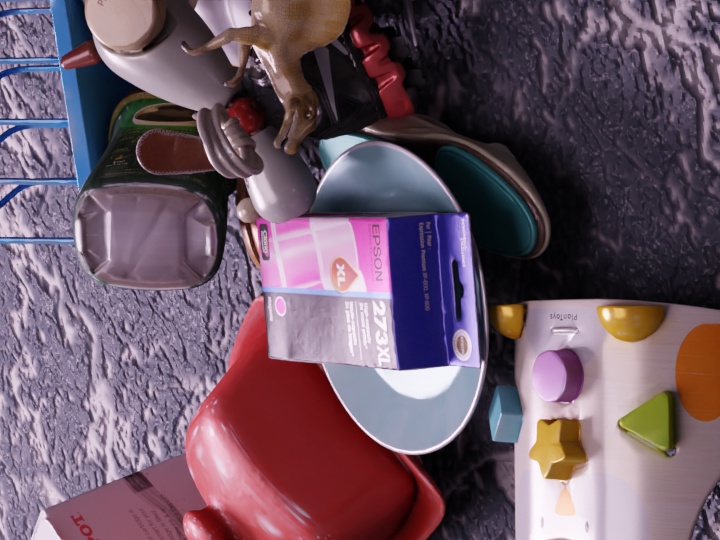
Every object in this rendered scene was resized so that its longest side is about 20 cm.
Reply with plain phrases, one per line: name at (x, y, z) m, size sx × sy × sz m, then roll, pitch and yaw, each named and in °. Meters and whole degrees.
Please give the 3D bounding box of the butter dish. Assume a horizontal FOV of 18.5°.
butter dish at (-0.060, 0.148, 1.546) m, size 0.200 × 0.147 × 0.200 m, roll 49°, pitch 157°, yaw 9°

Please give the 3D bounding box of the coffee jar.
coffee jar at (-0.135, -0.064, 1.552) m, size 0.103 × 0.200 × 0.086 m, roll 3°, pitch 117°, yaw 4°

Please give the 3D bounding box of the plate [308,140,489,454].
plate at (0.027, 0.016, 1.405) m, size 0.200 × 0.025 × 0.202 m, roll 20°, pitch 115°, yaw 51°

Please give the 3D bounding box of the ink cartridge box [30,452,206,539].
ink cartridge box at (-0.133, 0.225, 1.666) m, size 0.145 × 0.199 × 0.084 m, roll 51°, pitch 138°, yaw 24°

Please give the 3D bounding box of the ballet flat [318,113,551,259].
ballet flat at (0.059, -0.066, 1.418) m, size 0.199 × 0.069 × 0.070 m, roll 27°, pitch 125°, yaw 37°

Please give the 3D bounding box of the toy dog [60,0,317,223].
toy dog at (-0.121, -0.107, 1.411) m, size 0.096 × 0.132 × 0.201 m, roll -36°, pitch 70°, yaw 21°

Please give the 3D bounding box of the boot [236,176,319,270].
boot at (0.000, 0.000, 1.500) m, size 0.155 × 0.076 × 0.202 m, roll -8°, pitch 104°, yaw 58°

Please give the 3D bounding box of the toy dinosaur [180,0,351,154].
toy dinosaur at (-0.054, -0.176, 1.327) m, size 0.100 × 0.058 × 0.202 m, roll 9°, pitch 111°, yaw 11°

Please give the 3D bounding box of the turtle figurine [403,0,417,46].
turtle figurine at (0.029, -0.228, 1.362) m, size 0.200 × 0.100 × 0.150 m, roll 50°, pitch 174°, yaw 29°

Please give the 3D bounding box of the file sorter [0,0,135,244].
file sorter at (-0.235, -0.132, 1.649) m, size 0.121 × 0.139 × 0.202 m, roll 1°, pitch 113°, yaw 15°

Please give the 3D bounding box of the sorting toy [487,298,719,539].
sorting toy at (0.142, 0.113, 1.309) m, size 0.199 × 0.106 × 0.182 m, roll -3°, pitch 77°, yaw 52°

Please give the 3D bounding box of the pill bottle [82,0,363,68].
pill bottle at (-0.096, -0.200, 1.514) m, size 0.199 × 0.114 × 0.115 m, roll 16°, pitch 118°, yaw 47°

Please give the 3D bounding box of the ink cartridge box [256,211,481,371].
ink cartridge box at (0.002, 0.012, 1.389) m, size 0.199 × 0.037 × 0.096 m, roll 1°, pitch 97°, yaw 54°

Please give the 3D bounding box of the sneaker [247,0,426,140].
sneaker at (-0.042, -0.169, 1.382) m, size 0.201 × 0.097 × 0.071 m, roll 60°, pitch -178°, yaw -12°
